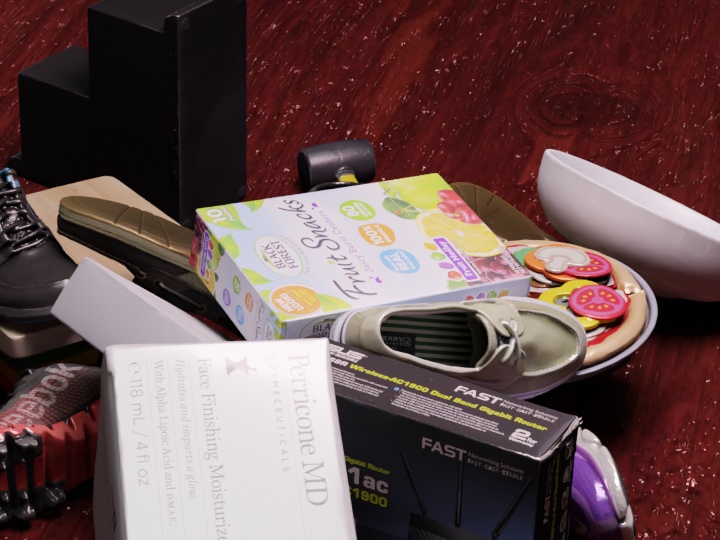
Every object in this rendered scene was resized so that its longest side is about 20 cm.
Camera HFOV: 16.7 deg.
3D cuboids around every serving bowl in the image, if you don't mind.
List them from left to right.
[{"bbox_3d":[0.224,-0.025,1.951,0.199,0.066,0.200,25,8,-4],"label":"serving bowl"}]

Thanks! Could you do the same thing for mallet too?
[{"bbox_3d":[0.016,-0.053,2.063,0.066,0.041,0.200,-15,36,-24],"label":"mallet"}]

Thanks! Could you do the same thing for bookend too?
[{"bbox_3d":[-0.200,-0.160,2.064,0.199,0.200,0.092,20,34,30],"label":"bookend"}]

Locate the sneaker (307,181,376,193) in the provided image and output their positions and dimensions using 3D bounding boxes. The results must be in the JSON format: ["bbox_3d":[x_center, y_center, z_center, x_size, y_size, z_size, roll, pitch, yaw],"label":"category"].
[{"bbox_3d":[0.027,-0.009,1.906,0.199,0.100,0.071,21,31,28],"label":"sneaker"}]

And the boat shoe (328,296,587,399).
[{"bbox_3d":[0.076,0.053,1.637,0.199,0.072,0.062,-1,-5,-31],"label":"boat shoe"}]

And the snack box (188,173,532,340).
[{"bbox_3d":[0.000,0.000,1.709,0.199,0.053,0.142,-10,37,-27],"label":"snack box"}]

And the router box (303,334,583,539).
[{"bbox_3d":[0.036,0.142,1.566,0.199,0.151,0.062,16,31,24],"label":"router box"}]

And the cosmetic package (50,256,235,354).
[{"bbox_3d":[-0.096,0.075,1.670,0.151,0.052,0.200,30,-2,43],"label":"cosmetic package"}]

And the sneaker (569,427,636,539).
[{"bbox_3d":[0.111,0.148,1.668,0.083,0.081,0.200,-31,30,-25],"label":"sneaker"}]

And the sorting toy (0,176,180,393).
[{"bbox_3d":[-0.225,0.015,1.869,0.198,0.070,0.200,-16,33,-32],"label":"sorting toy"}]

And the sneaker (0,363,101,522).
[{"bbox_3d":[-0.223,0.115,1.679,0.200,0.071,0.098,-18,35,-38],"label":"sneaker"}]

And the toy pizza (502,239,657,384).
[{"bbox_3d":[0.116,0.022,1.782,0.199,0.032,0.200,-3,30,2],"label":"toy pizza"}]

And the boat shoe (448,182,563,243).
[{"bbox_3d":[0.132,0.010,1.920,0.073,0.065,0.200,-21,55,-41],"label":"boat shoe"}]

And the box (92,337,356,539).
[{"bbox_3d":[-0.078,0.172,1.381,0.130,0.200,0.200,-2,55,-10],"label":"box"}]

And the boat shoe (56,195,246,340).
[{"bbox_3d":[-0.131,0.006,1.768,0.200,0.066,0.072,21,14,-9],"label":"boat shoe"}]

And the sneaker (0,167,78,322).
[{"bbox_3d":[-0.264,-0.027,1.781,0.073,0.082,0.200,-18,35,-37],"label":"sneaker"}]
